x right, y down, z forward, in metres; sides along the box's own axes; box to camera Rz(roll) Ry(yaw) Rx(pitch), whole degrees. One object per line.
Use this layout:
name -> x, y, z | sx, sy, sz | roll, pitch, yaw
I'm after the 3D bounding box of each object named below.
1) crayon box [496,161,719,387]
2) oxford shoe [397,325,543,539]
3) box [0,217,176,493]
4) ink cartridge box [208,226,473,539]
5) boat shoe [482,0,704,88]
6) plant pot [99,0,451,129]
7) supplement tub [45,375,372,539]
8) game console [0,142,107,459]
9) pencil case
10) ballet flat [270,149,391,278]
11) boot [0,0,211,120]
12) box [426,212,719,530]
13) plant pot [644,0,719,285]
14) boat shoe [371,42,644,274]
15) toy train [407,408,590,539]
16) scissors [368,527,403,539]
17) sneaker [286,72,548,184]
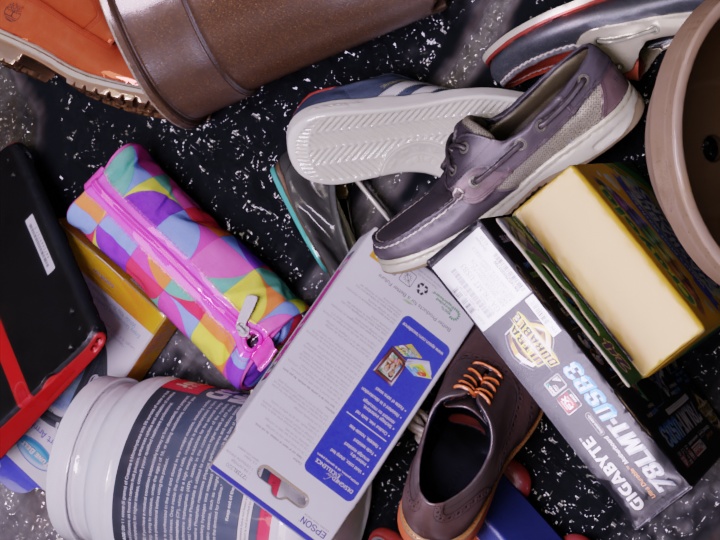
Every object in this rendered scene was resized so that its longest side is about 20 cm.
crayon box -> 0.167, -0.004, 1.052 | 0.052, 0.200, 0.126 | -41, 80, 20
oxford shoe -> 0.082, 0.088, 1.117 | 0.071, 0.073, 0.200 | 16, 60, 10
box -> -0.233, 0.073, 1.306 | 0.119, 0.041, 0.200 | 40, 110, 14
ink cartridge box -> -0.011, 0.077, 1.121 | 0.095, 0.037, 0.200 | 38, 68, -9
boat shoe -> 0.177, -0.155, 1.109 | 0.200, 0.071, 0.063 | -20, 90, 18
plant pot -> -0.054, -0.218, 1.138 | 0.198, 0.200, 0.201 | -16, 88, 14
supplement tub -> -0.104, 0.153, 1.205 | 0.200, 0.140, 0.141 | 11, 98, 20
game console -> -0.275, 0.028, 1.284 | 0.177, 0.031, 0.200 | -42, 57, 21
pencil case -> -0.121, -0.002, 1.231 | 0.200, 0.088, 0.088 | 42, 108, 14
ballet flat -> 0.000, 0.000, 1.194 | 0.068, 0.068, 0.200 | -22, 86, 9
boot -> -0.187, -0.177, 1.251 | 0.200, 0.075, 0.107 | 23, 87, 11
box -> 0.145, 0.052, 1.066 | 0.050, 0.200, 0.199 | -39, 81, 19
plant pot -> 0.243, -0.077, 1.051 | 0.093, 0.201, 0.201 | -3, 94, 61
boat shoe -> 0.085, -0.073, 1.096 | 0.200, 0.072, 0.065 | -33, 111, 9
toy train -> 0.061, 0.180, 1.183 | 0.200, 0.085, 0.116 | 47, 125, 15
scissors -> 0.070, 0.220, 1.129 | 0.200, 0.014, 0.073 | 10, 114, 49
sneaker -> 0.050, -0.102, 1.165 | 0.200, 0.085, 0.075 | 3, 117, -2
